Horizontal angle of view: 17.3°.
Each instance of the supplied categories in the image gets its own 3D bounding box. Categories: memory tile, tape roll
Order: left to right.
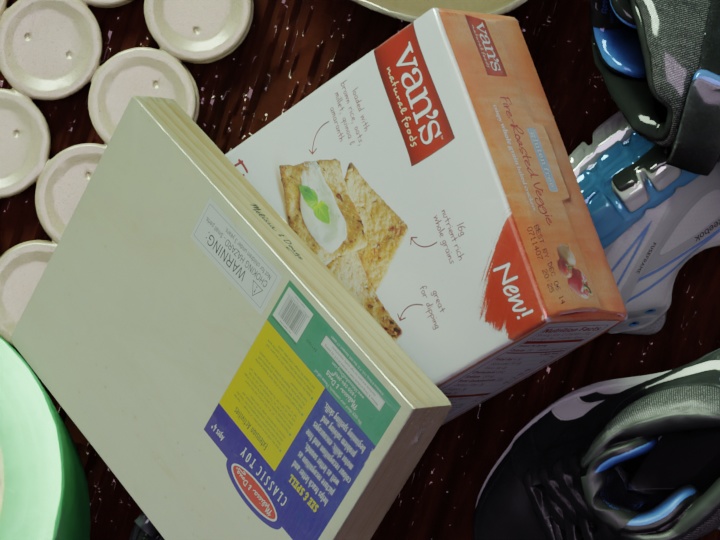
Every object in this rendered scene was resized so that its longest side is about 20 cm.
[{"bbox_3d":[-0.216,0.109,1.010,0.199,0.048,0.202,-5,60,9],"label":"tape roll"},{"bbox_3d":[-0.152,-0.080,1.075,0.153,0.017,0.201,29,89,3],"label":"memory tile"}]

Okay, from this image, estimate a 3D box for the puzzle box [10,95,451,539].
[{"bbox_3d":[-0.059,0.041,0.964,0.200,0.025,0.134,48,120,31],"label":"puzzle box"}]

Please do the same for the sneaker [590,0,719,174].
[{"bbox_3d":[0.151,-0.129,0.990,0.111,0.073,0.201,8,52,-6],"label":"sneaker"}]

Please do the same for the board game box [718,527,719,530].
[{"bbox_3d":[0.287,0.099,1.026,0.200,0.041,0.200,42,88,4],"label":"board game box"}]

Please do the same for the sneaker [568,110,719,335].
[{"bbox_3d":[0.089,0.008,1.040,0.199,0.075,0.087,-31,119,12],"label":"sneaker"}]

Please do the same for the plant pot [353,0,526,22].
[{"bbox_3d":[0.040,-0.225,1.007,0.200,0.201,0.135,41,53,3],"label":"plant pot"}]

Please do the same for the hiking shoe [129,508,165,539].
[{"bbox_3d":[-0.029,0.179,1.016,0.200,0.101,0.076,43,90,3],"label":"hiking shoe"}]

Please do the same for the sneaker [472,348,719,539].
[{"bbox_3d":[0.100,0.085,0.970,0.199,0.112,0.073,-32,84,36],"label":"sneaker"}]

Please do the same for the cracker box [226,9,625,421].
[{"bbox_3d":[0.000,0.000,0.977,0.199,0.057,0.135,-32,69,36],"label":"cracker box"}]
